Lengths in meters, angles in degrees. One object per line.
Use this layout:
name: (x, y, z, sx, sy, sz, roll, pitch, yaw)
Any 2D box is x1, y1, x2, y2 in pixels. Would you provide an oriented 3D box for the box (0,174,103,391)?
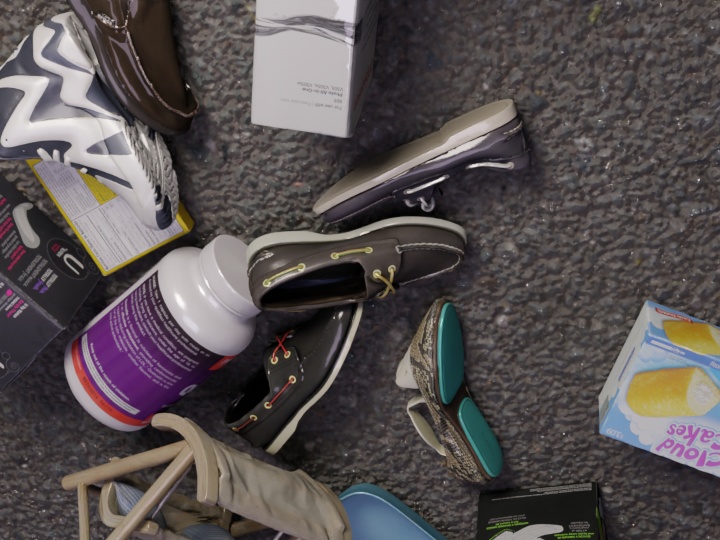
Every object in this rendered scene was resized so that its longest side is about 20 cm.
box: (-0.356, -0.010, 1.179, 0.200, 0.123, 0.106, 43, 115, -12)

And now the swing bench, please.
swing bench: (-0.147, 0.236, 1.227, 0.199, 0.131, 0.198, -35, 135, 23)

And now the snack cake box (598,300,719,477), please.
snack cake box: (0.328, 0.121, 1.159, 0.198, 0.067, 0.116, 20, 118, 0)

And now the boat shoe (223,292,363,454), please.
boat shoe: (-0.064, 0.093, 1.209, 0.063, 0.074, 0.202, 28, 123, -14)

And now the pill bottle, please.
pill bottle: (-0.175, 0.056, 1.188, 0.199, 0.113, 0.113, -37, 106, 25)

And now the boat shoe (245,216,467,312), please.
boat shoe: (0.000, 0.000, 1.133, 0.199, 0.061, 0.072, -7, 141, -3)

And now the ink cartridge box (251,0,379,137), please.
ink cartridge box: (-0.030, -0.224, 0.999, 0.083, 0.146, 0.202, 8, 118, 5)

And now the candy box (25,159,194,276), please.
candy box: (-0.246, -0.100, 1.169, 0.101, 0.026, 0.201, -24, 110, 20)

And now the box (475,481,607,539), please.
box: (0.178, 0.322, 1.212, 0.123, 0.200, 0.150, -8, 115, 14)

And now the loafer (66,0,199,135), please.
loafer: (-0.189, -0.206, 1.078, 0.071, 0.073, 0.201, -23, 111, 20)

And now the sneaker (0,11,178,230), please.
sneaker: (-0.251, -0.107, 1.109, 0.129, 0.080, 0.200, -25, 110, 17)

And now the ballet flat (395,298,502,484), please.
ballet flat: (0.074, 0.120, 1.209, 0.075, 0.068, 0.202, -5, 119, 30)

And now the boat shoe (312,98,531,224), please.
boat shoe: (0.054, -0.077, 1.104, 0.198, 0.073, 0.063, -25, 107, 16)

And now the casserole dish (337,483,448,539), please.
casserole dish: (0.031, 0.292, 1.315, 0.200, 0.039, 0.121, 39, 116, -12)
